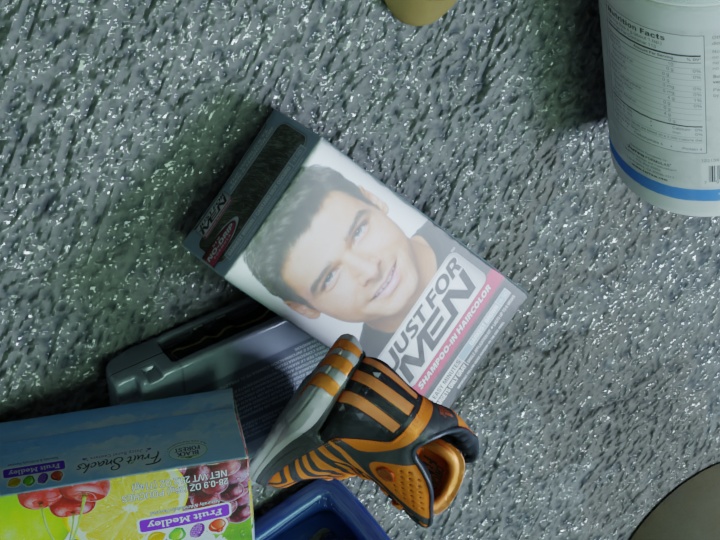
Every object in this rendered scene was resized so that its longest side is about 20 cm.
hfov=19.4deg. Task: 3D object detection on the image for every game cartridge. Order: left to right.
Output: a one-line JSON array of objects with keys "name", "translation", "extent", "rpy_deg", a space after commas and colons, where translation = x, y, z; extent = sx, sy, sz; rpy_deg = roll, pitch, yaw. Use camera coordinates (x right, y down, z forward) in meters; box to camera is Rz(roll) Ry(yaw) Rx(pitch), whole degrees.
[{"name": "game cartridge", "translation": [-0.066, 0.076, 1.336], "extent": [0.199, 0.040, 0.134], "rpy_deg": [-23, 132, -24]}]

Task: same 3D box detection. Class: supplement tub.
[{"name": "supplement tub", "translation": [0.214, -0.145, 1.309], "extent": [0.131, 0.132, 0.201], "rpy_deg": [-29, 137, -18]}]

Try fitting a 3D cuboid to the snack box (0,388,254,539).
[{"name": "snack box", "translation": [-0.148, 0.175, 1.287], "extent": [0.167, 0.068, 0.201], "rpy_deg": [-9, 133, -8]}]

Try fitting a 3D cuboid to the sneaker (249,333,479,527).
[{"name": "sneaker", "translation": [0.001, 0.113, 1.256], "extent": [0.078, 0.112, 0.200], "rpy_deg": [-56, -178, -20]}]

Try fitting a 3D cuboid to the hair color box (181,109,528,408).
[{"name": "hair color box", "translation": [0.000, 0.000, 1.268], "extent": [0.200, 0.061, 0.099], "rpy_deg": [35, 90, -37]}]

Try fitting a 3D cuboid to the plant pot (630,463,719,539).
[{"name": "plant pot", "translation": [0.338, 0.290, 1.731], "extent": [0.186, 0.200, 0.188], "rpy_deg": [-23, 136, -24]}]

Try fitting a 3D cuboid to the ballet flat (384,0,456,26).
[{"name": "ballet flat", "translation": [0.045, -0.208, 1.164], "extent": [0.068, 0.063, 0.201], "rpy_deg": [-24, 136, -22]}]

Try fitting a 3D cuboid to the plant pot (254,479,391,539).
[{"name": "plant pot", "translation": [-0.029, 0.298, 1.438], "extent": [0.199, 0.200, 0.180], "rpy_deg": [-34, 146, -11]}]
